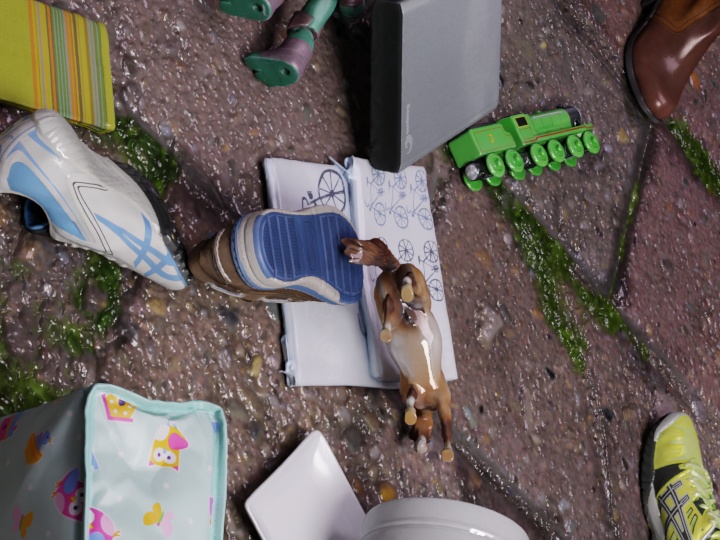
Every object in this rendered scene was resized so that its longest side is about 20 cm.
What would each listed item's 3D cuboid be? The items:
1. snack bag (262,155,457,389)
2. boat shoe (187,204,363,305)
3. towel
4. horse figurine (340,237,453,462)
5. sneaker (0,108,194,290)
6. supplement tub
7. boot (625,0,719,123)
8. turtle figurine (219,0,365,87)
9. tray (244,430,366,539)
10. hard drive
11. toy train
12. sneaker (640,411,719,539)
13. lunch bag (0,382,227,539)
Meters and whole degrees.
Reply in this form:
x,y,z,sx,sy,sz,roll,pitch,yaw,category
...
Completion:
x,y,z,sx,sy,sz,roll,pitch,yaw,category
0.000,0.000,1.591,0.199,0.021,0.191,6,74,-49,snack bag
-0.060,-0.011,1.465,0.200,0.072,0.073,17,66,-65,boat shoe
-0.248,-0.152,1.355,0.199,0.018,0.087,14,62,-46,towel
0.037,0.056,1.522,0.133,0.049,0.202,-86,160,-75,horse figurine
-0.182,-0.040,1.366,0.200,0.072,0.072,43,19,-48,sneaker
0.048,0.279,1.432,0.132,0.131,0.202,34,54,-38,supplement tub
0.366,-0.243,1.968,0.069,0.199,0.189,47,46,-28,boot
-0.034,-0.246,1.582,0.150,0.100,0.201,52,49,-24,turtle figurine
-0.019,0.229,1.488,0.107,0.022,0.201,-42,110,-47,tray
0.063,-0.176,1.661,0.200,0.033,0.141,-36,131,-56,hard drive
0.148,-0.113,1.795,0.199,0.042,0.057,-17,80,-51,toy train
0.304,0.226,1.833,0.075,0.076,0.202,21,61,-42,sneaker
-0.165,0.184,1.212,0.121,0.170,0.202,11,69,-39,lunch bag
